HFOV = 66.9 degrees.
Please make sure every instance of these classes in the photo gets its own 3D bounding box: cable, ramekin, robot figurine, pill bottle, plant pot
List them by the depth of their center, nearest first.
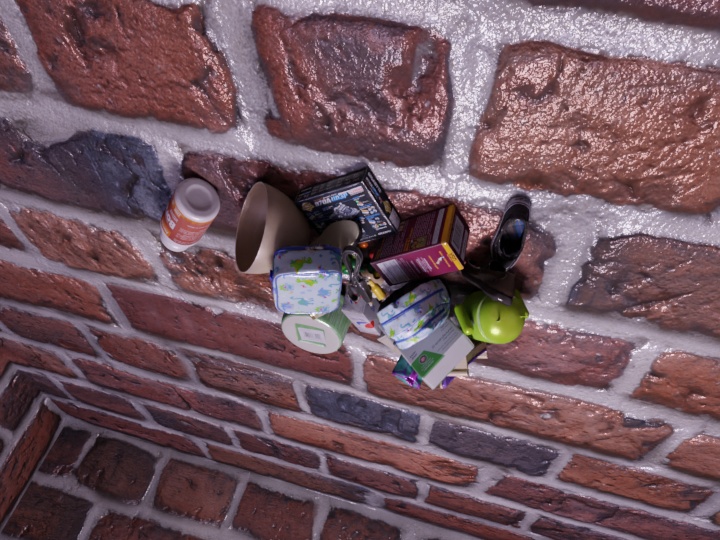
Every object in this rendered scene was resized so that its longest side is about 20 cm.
[{"bbox_3d":[-0.006,0.010,1.240,0.094,0.051,0.203,5,137,32],"label":"cable"},{"bbox_3d":[-0.193,-0.086,1.252,0.131,0.207,0.199,11,150,-30],"label":"plant pot"},{"bbox_3d":[0.304,0.107,1.262,0.169,0.120,0.200,-10,-179,-14],"label":"robot figurine"},{"bbox_3d":[-0.429,-0.129,1.346,0.111,0.115,0.199,32,141,-18],"label":"pill bottle"},{"bbox_3d":[-0.121,0.136,1.477,0.193,0.100,0.203,11,142,9],"label":"ramekin"}]

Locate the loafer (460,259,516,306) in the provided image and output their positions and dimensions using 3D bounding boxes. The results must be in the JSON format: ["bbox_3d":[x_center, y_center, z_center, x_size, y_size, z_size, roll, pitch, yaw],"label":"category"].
[{"bbox_3d":[0.284,0.012,1.178,0.071,0.200,0.073,24,100,-22],"label":"loafer"}]

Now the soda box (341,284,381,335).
[{"bbox_3d":[0.011,0.108,1.422,0.061,0.070,0.201,9,160,18],"label":"soda box"}]

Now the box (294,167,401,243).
[{"bbox_3d":[-0.029,-0.132,1.217,0.195,0.047,0.160,-11,133,35],"label":"box"}]

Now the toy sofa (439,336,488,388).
[{"bbox_3d":[0.265,0.231,1.401,0.080,0.102,0.198,-6,-178,28],"label":"toy sofa"}]

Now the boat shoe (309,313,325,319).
[{"bbox_3d":[-0.123,0.015,1.356,0.064,0.074,0.207,-18,96,-2],"label":"boat shoe"}]

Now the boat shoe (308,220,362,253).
[{"bbox_3d":[-0.061,-0.052,1.244,0.062,0.076,0.199,7,149,-44],"label":"boat shoe"}]

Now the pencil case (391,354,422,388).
[{"bbox_3d":[0.160,0.199,1.406,0.084,0.204,0.092,32,169,-12],"label":"pencil case"}]

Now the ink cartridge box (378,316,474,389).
[{"bbox_3d":[0.155,0.157,1.322,0.200,0.147,0.083,46,-178,42],"label":"ink cartridge box"}]

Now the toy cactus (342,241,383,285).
[{"bbox_3d":[0.000,0.000,1.330,0.196,0.106,0.163,-15,146,39],"label":"toy cactus"}]

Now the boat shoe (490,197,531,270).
[{"bbox_3d":[0.313,-0.058,1.137,0.068,0.068,0.203,14,142,7],"label":"boat shoe"}]

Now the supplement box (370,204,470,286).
[{"bbox_3d":[0.130,-0.051,1.190,0.196,0.113,0.086,-15,132,37],"label":"supplement box"}]

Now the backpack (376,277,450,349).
[{"bbox_3d":[0.116,0.090,1.202,0.159,0.158,0.199,-25,161,17],"label":"backpack"}]

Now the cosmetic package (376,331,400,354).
[{"bbox_3d":[0.154,0.197,1.517,0.197,0.075,0.103,33,141,-18],"label":"cosmetic package"}]

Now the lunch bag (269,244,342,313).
[{"bbox_3d":[-0.120,0.022,1.200,0.155,0.085,0.202,-3,151,-7],"label":"lunch bag"}]
